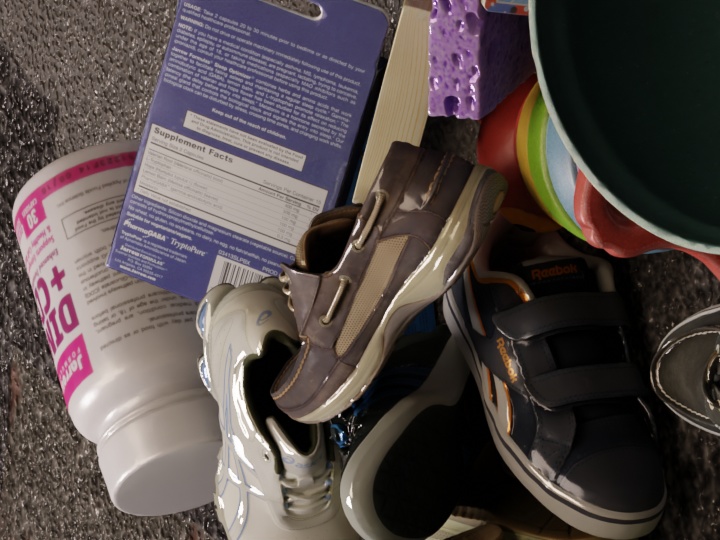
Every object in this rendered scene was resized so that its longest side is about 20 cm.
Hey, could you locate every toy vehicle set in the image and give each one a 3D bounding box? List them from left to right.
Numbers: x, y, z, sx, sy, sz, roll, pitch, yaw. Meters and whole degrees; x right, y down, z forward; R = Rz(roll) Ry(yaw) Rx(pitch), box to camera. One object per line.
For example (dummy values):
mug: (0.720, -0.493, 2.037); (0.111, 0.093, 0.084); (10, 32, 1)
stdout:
toy vehicle set: (0.036, -0.136, 1.499); (0.200, 0.026, 0.125); (-75, 1, -53)

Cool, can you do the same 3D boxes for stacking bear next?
stacking bear: (0.122, -0.058, 1.410); (0.200, 0.121, 0.114); (8, 83, 66)

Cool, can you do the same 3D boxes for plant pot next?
plant pot: (0.192, -0.114, 1.240); (0.200, 0.134, 0.201); (8, 102, 39)

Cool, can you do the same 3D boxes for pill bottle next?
pill bottle: (-0.128, 0.034, 1.700); (0.113, 0.113, 0.201); (-51, 51, 47)

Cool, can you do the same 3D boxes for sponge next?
sponge: (0.063, -0.182, 1.366); (0.030, 0.112, 0.201); (9, 116, 22)

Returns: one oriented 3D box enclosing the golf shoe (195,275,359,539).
golf shoe: (-0.042, 0.106, 1.580); (0.097, 0.078, 0.201); (-137, 30, -71)

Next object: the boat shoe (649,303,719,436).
boat shoe: (0.193, 0.049, 1.344); (0.200, 0.056, 0.069); (1, 93, 58)

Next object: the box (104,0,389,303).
box: (-0.060, -0.074, 1.601); (0.121, 0.032, 0.201); (21, 113, 9)

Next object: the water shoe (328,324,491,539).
water shoe: (0.016, 0.089, 1.514); (0.079, 0.200, 0.072); (-2, 109, 23)

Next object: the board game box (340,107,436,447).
board game box: (-0.034, 0.011, 1.708); (0.196, 0.056, 0.201); (-17, 77, 57)

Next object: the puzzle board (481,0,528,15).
puzzle board: (0.149, -0.201, 1.312); (0.017, 0.150, 0.201); (-124, 43, -54)

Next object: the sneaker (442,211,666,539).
sneaker: (0.100, 0.045, 1.474); (0.200, 0.078, 0.080); (59, 144, 40)

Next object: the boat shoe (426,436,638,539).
boat shoe: (0.076, 0.136, 1.533); (0.200, 0.073, 0.063); (12, 127, 50)

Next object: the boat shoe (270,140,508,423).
boat shoe: (0.000, 0.000, 1.451); (0.200, 0.073, 0.075); (-52, 7, 41)

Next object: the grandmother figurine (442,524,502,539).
grandmother figurine: (0.086, 0.231, 1.478); (0.121, 0.060, 0.201); (-128, 18, -74)
